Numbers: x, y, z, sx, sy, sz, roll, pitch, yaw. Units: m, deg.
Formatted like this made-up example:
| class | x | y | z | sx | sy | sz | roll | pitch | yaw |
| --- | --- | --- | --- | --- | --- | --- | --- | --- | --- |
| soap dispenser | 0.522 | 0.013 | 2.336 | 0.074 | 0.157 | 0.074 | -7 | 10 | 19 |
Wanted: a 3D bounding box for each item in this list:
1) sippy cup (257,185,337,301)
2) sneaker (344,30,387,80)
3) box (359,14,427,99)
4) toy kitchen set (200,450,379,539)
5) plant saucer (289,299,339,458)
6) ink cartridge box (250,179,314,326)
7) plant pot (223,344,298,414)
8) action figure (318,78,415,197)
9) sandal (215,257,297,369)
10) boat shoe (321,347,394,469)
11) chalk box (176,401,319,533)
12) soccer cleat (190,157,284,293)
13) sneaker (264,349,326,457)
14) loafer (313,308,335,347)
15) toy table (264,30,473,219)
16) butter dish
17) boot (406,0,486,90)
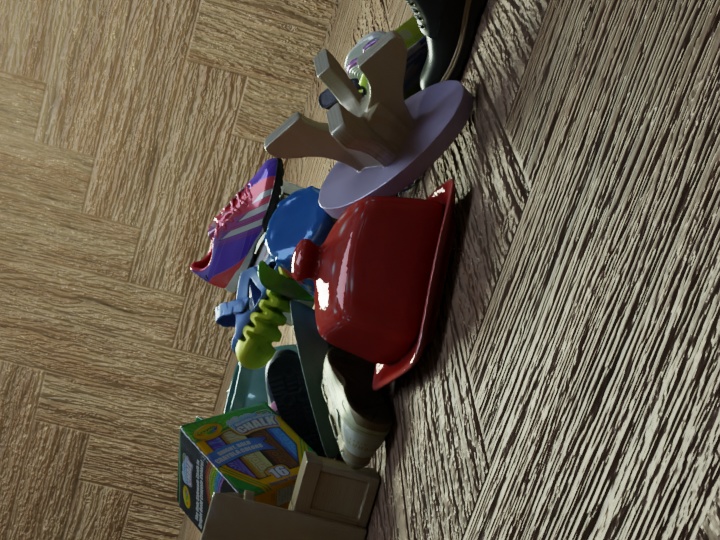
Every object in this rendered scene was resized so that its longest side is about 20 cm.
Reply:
| class | x | y | z | sx | sy | sz | roll | pitch | yaw |
| --- | --- | --- | --- | --- | --- | --- | --- | --- | --- |
| sippy cup | -0.035 | -0.028 | 1.586 | 0.178 | 0.130 | 0.140 | -52 | 41 | 5 |
| sneaker | 0.028 | -0.281 | 1.905 | 0.100 | 0.075 | 0.200 | -61 | -9 | -23 |
| box | 0.041 | -0.241 | 1.760 | 0.122 | 0.048 | 0.200 | -44 | -14 | -39 |
| toy kitchen set | -0.092 | 0.277 | 1.500 | 0.180 | 0.163 | 0.200 | -126 | 52 | -79 |
| plant saucer | -0.044 | 0.128 | 1.653 | 0.200 | 0.036 | 0.200 | -14 | -90 | -89 |
| ink cartridge box | -0.093 | -0.024 | 1.840 | 0.200 | 0.084 | 0.146 | -112 | 43 | -73 |
| plant pot | -0.120 | 0.189 | 1.937 | 0.200 | 0.134 | 0.200 | -165 | 90 | -82 |
| action figure | 0.027 | -0.159 | 1.643 | 0.200 | 0.069 | 0.130 | 31 | -145 | -64 |
| sandal | -0.116 | 0.018 | 1.708 | 0.200 | 0.087 | 0.079 | -57 | -32 | -5 |
| boat shoe | -0.009 | 0.144 | 1.504 | 0.201 | 0.073 | 0.063 | -116 | 46 | -66 |
| chalk box | -0.142 | 0.249 | 1.671 | 0.200 | 0.124 | 0.125 | 41 | 134 | 45 |
| soccer cleat | -0.158 | -0.064 | 1.809 | 0.068 | 0.073 | 0.200 | -93 | 26 | -63 |
| sneaker | -0.080 | 0.195 | 1.754 | 0.082 | 0.070 | 0.200 | -133 | 37 | -78 |
| loafer | -0.044 | 0.144 | 1.789 | 0.063 | 0.072 | 0.200 | -140 | 57 | -61 |
| toy table | 0.005 | -0.157 | 1.459 | 0.200 | 0.117 | 0.184 | -44 | 29 | 7 |
| butter dish | 0.002 | 0.005 | 1.406 | 0.200 | 0.148 | 0.200 | 132 | 152 | -73 |
| boot | 0.063 | -0.299 | 1.557 | 0.077 | 0.138 | 0.200 | -93 | 19 | -64 |
